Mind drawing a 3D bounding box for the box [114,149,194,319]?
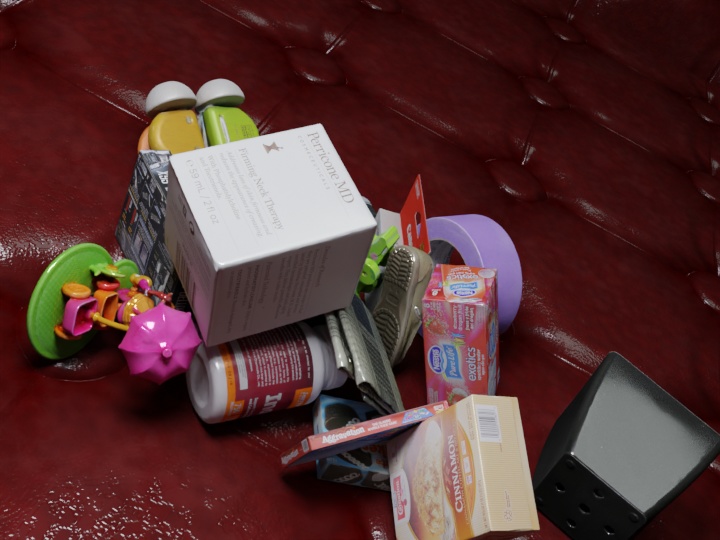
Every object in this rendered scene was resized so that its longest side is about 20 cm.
[{"bbox_3d":[-0.271,-0.041,1.325,0.049,0.159,0.201,-4,46,-36],"label":"box"}]

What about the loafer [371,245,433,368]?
[{"bbox_3d":[0.063,0.058,1.396,0.067,0.203,0.076,-6,33,-39],"label":"loafer"}]

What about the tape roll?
[{"bbox_3d":[0.154,0.016,1.508,0.084,0.202,0.201,-5,48,-38],"label":"tape roll"}]

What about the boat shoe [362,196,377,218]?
[{"bbox_3d":[-0.039,-0.082,1.609,0.198,0.069,0.057,-17,55,-47],"label":"boat shoe"}]

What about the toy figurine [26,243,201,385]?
[{"bbox_3d":[-0.270,0.066,1.175,0.182,0.153,0.199,22,17,21],"label":"toy figurine"}]

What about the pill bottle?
[{"bbox_3d":[-0.118,0.126,1.250,0.197,0.114,0.114,-8,49,-30],"label":"pill bottle"}]

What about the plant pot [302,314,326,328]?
[{"bbox_3d":[-0.119,-0.001,1.366,0.197,0.201,0.199,11,46,-23],"label":"plant pot"}]

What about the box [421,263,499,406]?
[{"bbox_3d":[0.147,0.103,1.386,0.094,0.203,0.100,5,32,17],"label":"box"}]

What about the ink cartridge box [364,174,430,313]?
[{"bbox_3d":[0.052,-0.031,1.515,0.043,0.175,0.202,12,39,-14],"label":"ink cartridge box"}]

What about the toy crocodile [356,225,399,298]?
[{"bbox_3d":[0.000,0.000,1.429,0.062,0.201,0.068,40,50,4],"label":"toy crocodile"}]

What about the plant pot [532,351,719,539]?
[{"bbox_3d":[0.352,0.280,1.348,0.199,0.201,0.177,38,48,14],"label":"plant pot"}]

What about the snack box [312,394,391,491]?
[{"bbox_3d":[0.034,0.239,1.297,0.197,0.037,0.117,14,39,-20],"label":"snack box"}]

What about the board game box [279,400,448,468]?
[{"bbox_3d":[0.006,0.204,1.196,0.197,0.103,0.020,-10,73,-30],"label":"board game box"}]

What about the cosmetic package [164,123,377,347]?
[{"bbox_3d":[-0.114,-0.043,1.147,0.197,0.168,0.169,-16,59,-24],"label":"cosmetic package"}]

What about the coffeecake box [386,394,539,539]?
[{"bbox_3d":[0.116,0.256,1.159,0.072,0.200,0.156,7,62,-28],"label":"coffeecake box"}]

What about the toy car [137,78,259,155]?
[{"bbox_3d":[-0.262,-0.200,1.537,0.197,0.149,0.178,-12,81,-37],"label":"toy car"}]

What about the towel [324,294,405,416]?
[{"bbox_3d":[-0.001,0.102,1.280,0.193,0.034,0.202,53,15,-57],"label":"towel"}]
